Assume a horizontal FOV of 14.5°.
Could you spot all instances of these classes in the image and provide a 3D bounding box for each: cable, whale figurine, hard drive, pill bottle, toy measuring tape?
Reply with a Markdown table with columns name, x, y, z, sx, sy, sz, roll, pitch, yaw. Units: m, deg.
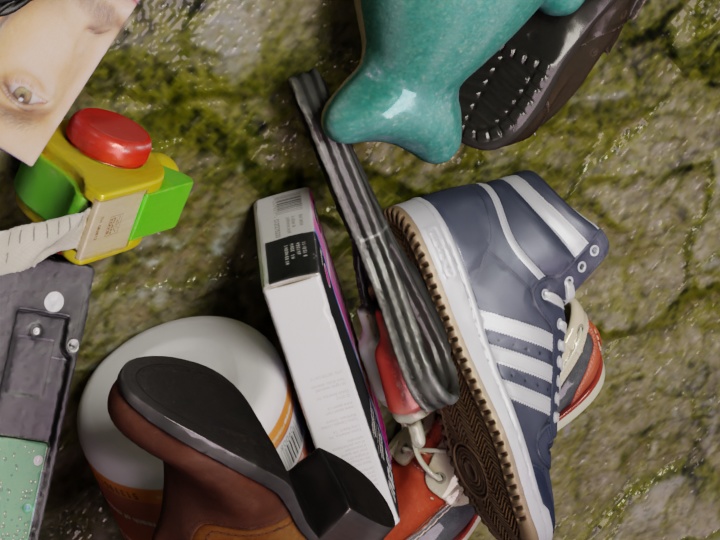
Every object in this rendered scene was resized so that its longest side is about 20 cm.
| name | x | y | z | sx | sy | sz | roll | pitch | yaw |
| --- | --- | --- | --- | --- | --- | --- | --- | --- | --- |
| cable | 0.000 | 0.000 | 1.438 | 0.050 | 0.097 | 0.201 | -24 | 115 | 7 |
| whale figurine | 0.048 | -0.145 | 1.366 | 0.158 | 0.104 | 0.201 | 13 | 103 | -28 |
| hard drive | -0.214 | 0.082 | 1.359 | 0.139 | 0.038 | 0.201 | 9 | 95 | -29 |
| pill bottle | -0.069 | 0.129 | 1.491 | 0.112 | 0.112 | 0.201 | -31 | 133 | -13 |
| toy measuring tape | -0.147 | -0.035 | 1.325 | 0.200 | 0.073 | 0.074 | -21 | 138 | -62 |

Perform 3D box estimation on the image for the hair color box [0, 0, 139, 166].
| name | x | y | z | sx | sy | sz | roll | pitch | yaw |
| --- | --- | --- | --- | --- | --- | --- | --- | --- | --- |
| hair color box | -0.141 | -0.160 | 1.256 | 0.109 | 0.065 | 0.201 | 31 | 94 | -43 |

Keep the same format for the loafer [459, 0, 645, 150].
| name | x | y | z | sx | sy | sz | roll | pitch | yaw |
| --- | --- | --- | --- | --- | --- | --- | --- | --- | --- |
| loafer | 0.111 | -0.148 | 1.460 | 0.200 | 0.073 | 0.071 | -51 | 164 | 6 |

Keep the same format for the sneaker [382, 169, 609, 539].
| name | x | y | z | sx | sy | sz | roll | pitch | yaw |
| --- | --- | --- | --- | --- | --- | --- | --- | --- | --- |
| sneaker | 0.091 | 0.044 | 1.522 | 0.108 | 0.070 | 0.201 | -22 | 95 | -26 |

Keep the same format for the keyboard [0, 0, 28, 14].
| name | x | y | z | sx | sy | sz | roll | pitch | yaw |
| --- | --- | --- | --- | --- | --- | --- | --- | --- | --- |
| keyboard | -0.114 | -0.164 | 1.193 | 0.199 | 0.040 | 0.105 | -22 | 121 | -26 |

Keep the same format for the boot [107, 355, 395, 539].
| name | x | y | z | sx | sy | sz | roll | pitch | yaw |
| --- | --- | --- | --- | --- | --- | --- | --- | --- | --- |
| boot | -0.110 | 0.144 | 1.377 | 0.200 | 0.069 | 0.188 | -41 | 141 | 14 |

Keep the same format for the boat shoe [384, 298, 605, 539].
| name | x | y | z | sx | sy | sz | roll | pitch | yaw |
| --- | --- | --- | --- | --- | --- | --- | --- | --- | --- |
| boat shoe | 0.056 | 0.094 | 1.576 | 0.200 | 0.071 | 0.063 | -42 | 150 | -11 |

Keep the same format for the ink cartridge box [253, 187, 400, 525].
| name | x | y | z | sx | sy | sz | roll | pitch | yaw |
| --- | --- | --- | --- | --- | --- | --- | --- | --- | --- |
| ink cartridge box | -0.012 | 0.065 | 1.469 | 0.037 | 0.095 | 0.201 | -14 | 119 | 2 |
